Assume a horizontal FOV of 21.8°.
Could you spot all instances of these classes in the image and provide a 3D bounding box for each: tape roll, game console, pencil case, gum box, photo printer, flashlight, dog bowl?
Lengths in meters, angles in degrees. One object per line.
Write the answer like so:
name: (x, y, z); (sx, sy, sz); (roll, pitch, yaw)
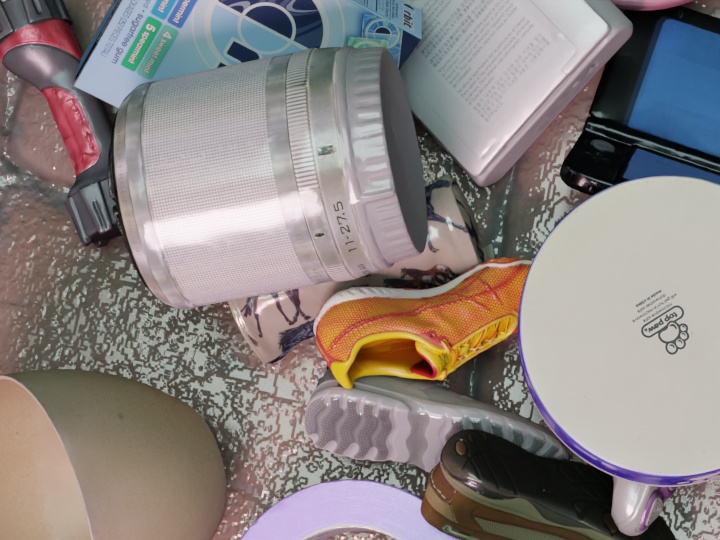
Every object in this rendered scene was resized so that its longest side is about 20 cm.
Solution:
tape roll: (-0.003, 0.254, 1.348); (0.198, 0.066, 0.202); (-1, 80, 7)
game console: (0.263, -0.105, 1.354); (0.198, 0.176, 0.117); (19, 111, 10)
pencil case: (0.000, 0.000, 1.384); (0.198, 0.090, 0.078); (-22, 50, 2)
gum box: (-0.081, -0.161, 1.349); (0.199, 0.045, 0.170); (26, 125, -16)
photo printer: (0.079, -0.190, 1.388); (0.200, 0.069, 0.167); (47, 110, 14)
flashlight: (-0.228, -0.117, 1.437); (0.067, 0.068, 0.202); (-27, 78, 28)
dog bowl: (0.203, 0.041, 1.240); (0.198, 0.079, 0.202); (-1, 81, 7)

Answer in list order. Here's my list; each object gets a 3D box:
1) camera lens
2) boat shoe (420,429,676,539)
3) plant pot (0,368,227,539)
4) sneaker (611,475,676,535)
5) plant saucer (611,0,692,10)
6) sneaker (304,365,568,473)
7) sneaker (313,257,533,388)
camera lens: (-0.065, -0.065, 1.294); (0.198, 0.160, 0.162); (-10, 79, 11)
boat shoe: (0.132, 0.178, 1.325); (0.199, 0.076, 0.074); (24, 119, -16)
plant pot: (-0.175, 0.157, 1.339); (0.133, 0.200, 0.202); (-15, 76, -32)
sneaker: (0.184, 0.097, 1.338); (0.098, 0.075, 0.202); (0, 56, 13)
plant saucer: (0.215, -0.291, 1.419); (0.198, 0.051, 0.203); (-1, 79, 7)
sneaker: (0.060, 0.106, 1.361); (0.198, 0.082, 0.075); (19, 121, -7)
sneaker: (0.066, 0.045, 1.342); (0.198, 0.073, 0.078); (-14, 52, -11)
